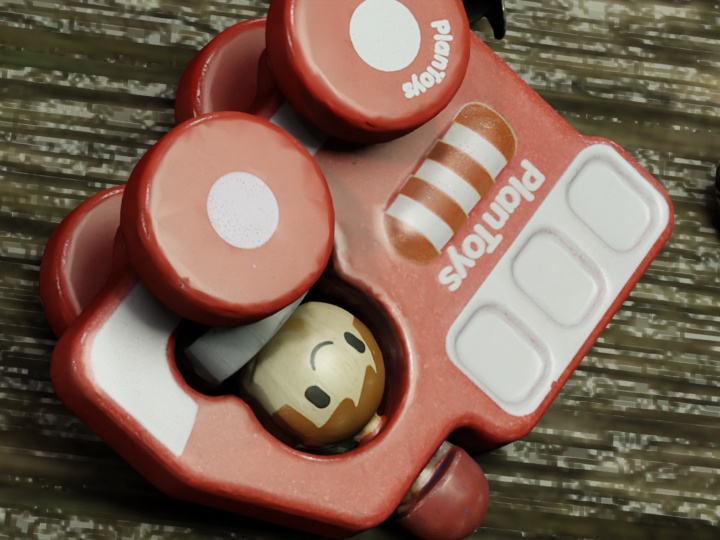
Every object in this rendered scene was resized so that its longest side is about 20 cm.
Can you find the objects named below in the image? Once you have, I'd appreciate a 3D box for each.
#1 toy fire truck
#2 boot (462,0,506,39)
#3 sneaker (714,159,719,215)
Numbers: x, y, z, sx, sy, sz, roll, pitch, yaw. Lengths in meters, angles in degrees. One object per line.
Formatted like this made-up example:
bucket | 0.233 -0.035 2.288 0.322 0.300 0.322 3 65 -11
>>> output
toy fire truck | 0.000 0.000 0.957 0.168 0.112 0.200 41 63 -9
boot | -0.047 -0.140 1.033 0.199 0.078 0.139 -9 70 -13
sneaker | 0.219 0.008 0.999 0.089 0.079 0.200 -37 74 -21
